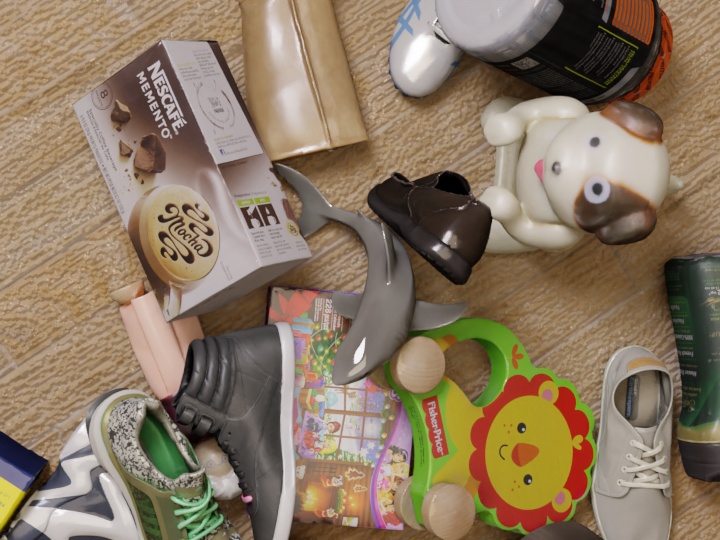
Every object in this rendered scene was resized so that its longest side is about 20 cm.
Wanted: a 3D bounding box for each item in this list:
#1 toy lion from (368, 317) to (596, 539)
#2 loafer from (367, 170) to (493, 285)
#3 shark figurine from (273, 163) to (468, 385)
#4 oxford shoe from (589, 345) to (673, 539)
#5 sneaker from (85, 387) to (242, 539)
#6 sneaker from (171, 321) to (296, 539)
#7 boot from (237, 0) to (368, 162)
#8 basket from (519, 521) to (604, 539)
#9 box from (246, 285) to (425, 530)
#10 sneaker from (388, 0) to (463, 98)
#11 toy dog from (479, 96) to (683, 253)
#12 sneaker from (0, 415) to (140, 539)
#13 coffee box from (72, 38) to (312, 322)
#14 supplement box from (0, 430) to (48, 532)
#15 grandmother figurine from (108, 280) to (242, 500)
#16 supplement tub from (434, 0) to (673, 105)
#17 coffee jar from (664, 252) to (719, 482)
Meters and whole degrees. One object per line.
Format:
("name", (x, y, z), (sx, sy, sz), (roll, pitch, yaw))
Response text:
("toy lion", (0.114, 0.134, 1.204), (0.191, 0.069, 0.201), (-15, 96, -26))
("loafer", (0.066, -0.046, 1.150), (0.073, 0.200, 0.071), (41, 93, -23))
("shark figurine", (0.007, -0.017, 1.152), (0.127, 0.090, 0.215), (-17, 49, -5))
("oxford shoe", (0.244, 0.168, 1.239), (0.075, 0.058, 0.201), (0, 92, -10))
("sneaker", (-0.143, 0.181, 1.110), (0.077, 0.089, 0.201), (-37, 97, -29))
("sneaker", (-0.105, 0.143, 1.148), (0.099, 0.071, 0.201), (0, 83, -15))
("boot", (-0.024, -0.206, 1.209), (0.174, 0.066, 0.201), (-12, 90, 6))
("basket", (0.203, 0.307, 1.148), (0.180, 0.200, 0.137), (-25, 124, -13))
("box", (-0.022, 0.118, 1.216), (0.136, 0.039, 0.201), (5, 89, -7))
("sneaker", (0.091, -0.239, 1.216), (0.072, 0.072, 0.200), (36, 87, -7))
("toy dog", (0.186, -0.071, 1.161), (0.193, 0.200, 0.140), (16, 88, -6))
("sneaker", (-0.224, 0.226, 1.172), (0.129, 0.079, 0.200), (35, 85, -5))
("coffee box", (-0.138, -0.075, 1.146), (0.113, 0.080, 0.201), (-28, 83, 31))
("supplement box", (-0.359, 0.216, 1.142), (0.109, 0.110, 0.200), (34, 85, -5))
("grandmother figurine", (-0.150, 0.102, 1.194), (0.121, 0.061, 0.201), (-23, 90, 3))
("supplement tub", (0.166, -0.210, 1.161), (0.199, 0.122, 0.123), (17, 87, -45))
("coffee jar", (0.327, 0.084, 1.234), (0.104, 0.085, 0.201), (-4, 89, -10))
